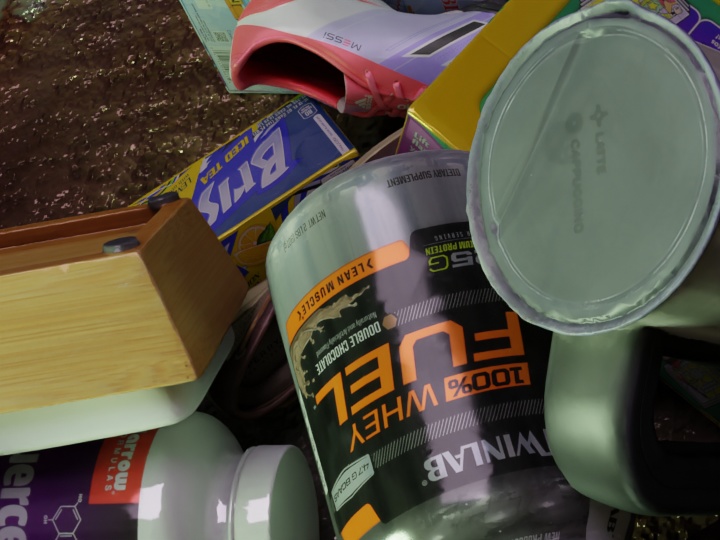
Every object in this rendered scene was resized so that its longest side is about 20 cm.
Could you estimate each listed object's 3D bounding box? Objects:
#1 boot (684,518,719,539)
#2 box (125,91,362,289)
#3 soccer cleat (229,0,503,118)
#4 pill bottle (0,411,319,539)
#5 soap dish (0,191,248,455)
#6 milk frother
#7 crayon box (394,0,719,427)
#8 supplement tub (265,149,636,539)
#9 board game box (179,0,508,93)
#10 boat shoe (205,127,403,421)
[{"bbox_3d":[0.146,0.124,0.772,0.164,0.073,0.202,-9,54,15],"label":"boot"},{"bbox_3d":[-0.085,-0.007,0.986,0.199,0.065,0.070,-33,43,-5],"label":"box"},{"bbox_3d":[0.028,-0.104,0.969,0.198,0.069,0.074,15,53,11],"label":"soccer cleat"},{"bbox_3d":[-0.124,0.123,0.860,0.198,0.113,0.113,-4,51,15],"label":"pill bottle"},{"bbox_3d":[-0.160,0.026,0.850,0.198,0.082,0.157,-10,12,7],"label":"soap dish"},{"bbox_3d":[0.174,0.000,0.673,0.199,0.187,0.183,-14,73,42],"label":"milk frother"},{"bbox_3d":[0.145,-0.058,0.866,0.199,0.058,0.173,39,69,10],"label":"crayon box"},{"bbox_3d":[0.039,0.062,0.763,0.121,0.123,0.202,-21,62,6],"label":"supplement tub"},{"bbox_3d":[-0.018,-0.176,1.003,0.197,0.201,0.041,5,55,26],"label":"board game box"},{"bbox_3d":[0.000,0.000,0.924,0.200,0.072,0.072,-42,15,-7],"label":"boat shoe"}]
